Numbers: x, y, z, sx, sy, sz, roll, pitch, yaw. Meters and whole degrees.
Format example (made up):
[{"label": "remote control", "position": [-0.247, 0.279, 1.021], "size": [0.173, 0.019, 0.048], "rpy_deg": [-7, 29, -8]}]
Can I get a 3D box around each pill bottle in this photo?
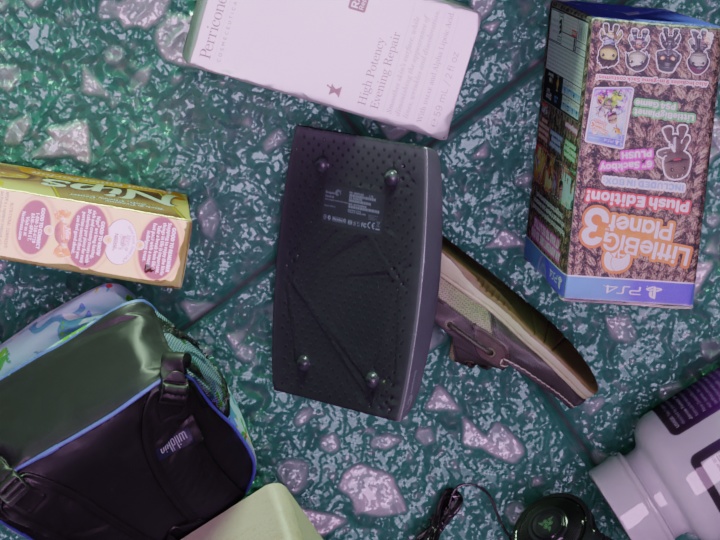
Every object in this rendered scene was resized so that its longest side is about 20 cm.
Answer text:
[{"label": "pill bottle", "position": [0.278, 0.135, 1.769], "size": [0.199, 0.111, 0.112], "rpy_deg": [-32, 102, 1]}]

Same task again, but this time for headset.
[{"label": "headset", "position": [0.142, 0.227, 1.771], "size": [0.199, 0.124, 0.094], "rpy_deg": [29, 69, 18]}]

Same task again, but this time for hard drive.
[{"label": "hard drive", "position": [0.000, 0.000, 1.715], "size": [0.134, 0.042, 0.201], "rpy_deg": [12, 101, 36]}]

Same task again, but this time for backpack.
[{"label": "backpack", "position": [-0.178, 0.116, 1.689], "size": [0.182, 0.147, 0.200], "rpy_deg": [-33, 143, 4]}]

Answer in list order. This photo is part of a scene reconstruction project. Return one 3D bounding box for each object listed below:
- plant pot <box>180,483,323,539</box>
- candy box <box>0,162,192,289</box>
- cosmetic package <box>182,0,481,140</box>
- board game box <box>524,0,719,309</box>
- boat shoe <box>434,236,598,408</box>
[{"label": "plant pot", "position": [-0.074, 0.316, 1.695], "size": [0.199, 0.177, 0.200], "rpy_deg": [-32, 131, 0]}, {"label": "candy box", "position": [-0.223, -0.038, 1.681], "size": [0.199, 0.115, 0.056], "rpy_deg": [10, 100, -8]}, {"label": "cosmetic package", "position": [-0.022, -0.172, 1.700], "size": [0.199, 0.074, 0.102], "rpy_deg": [14, 98, -10]}, {"label": "board game box", "position": [0.188, -0.087, 1.693], "size": [0.096, 0.159, 0.201], "rpy_deg": [4, 101, -7]}, {"label": "boat shoe", "position": [0.088, 0.040, 1.755], "size": [0.201, 0.072, 0.066], "rpy_deg": [40, 103, -4]}]
